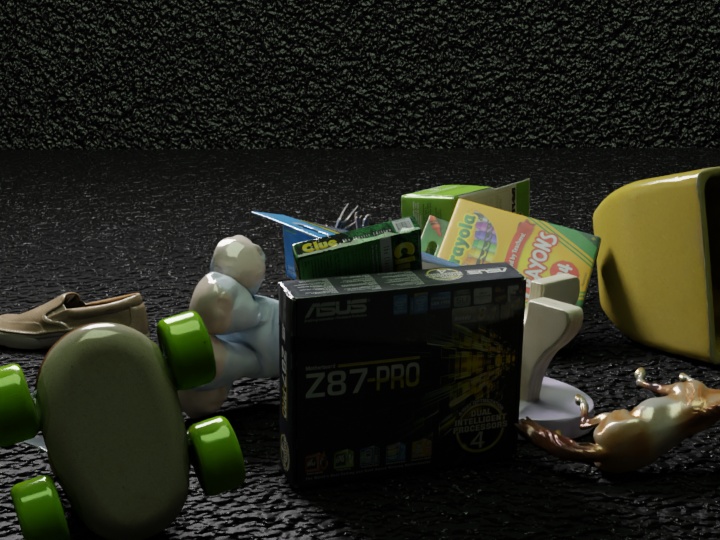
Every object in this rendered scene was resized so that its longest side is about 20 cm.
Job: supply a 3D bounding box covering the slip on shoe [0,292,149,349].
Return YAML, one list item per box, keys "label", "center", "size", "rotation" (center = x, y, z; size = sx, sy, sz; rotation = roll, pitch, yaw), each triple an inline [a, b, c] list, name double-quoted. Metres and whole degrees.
- label: "slip on shoe"
  center: [-0.332, 0.054, 1.549]
  size: [0.197, 0.062, 0.076]
  rotation: [3, 12, 21]

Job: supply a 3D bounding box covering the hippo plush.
- label: "hippo plush"
  center: [-0.078, 0.081, 1.287]
  size: [0.159, 0.161, 0.201]
  rotation: [17, -29, 6]

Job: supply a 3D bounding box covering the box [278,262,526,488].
- label: "box"
  center: [0.033, 0.082, 1.104]
  size: [0.197, 0.164, 0.049]
  rotation: [-4, 18, -17]

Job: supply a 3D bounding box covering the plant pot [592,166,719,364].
- label: "plant pot"
  center: [0.364, -0.018, 1.497]
  size: [0.192, 0.199, 0.199]
  rotation: [-10, 8, -35]

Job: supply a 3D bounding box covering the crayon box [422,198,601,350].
- label: "crayon box"
  center: [0.152, -0.002, 1.498]
  size: [0.197, 0.051, 0.128]
  rotation: [15, 55, 10]

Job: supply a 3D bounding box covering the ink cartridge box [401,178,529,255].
- label: "ink cartridge box"
  center: [0.134, -0.030, 1.672]
  size: [0.075, 0.150, 0.199]
  rotation: [4, 12, 33]

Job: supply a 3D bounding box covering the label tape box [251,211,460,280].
- label: "label tape box"
  center: [0.000, 0.000, 1.359]
  size: [0.198, 0.067, 0.142]
  rotation: [9, 8, -43]

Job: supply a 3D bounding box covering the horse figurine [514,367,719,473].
- label: "horse figurine"
  center: [0.231, 0.120, 1.119]
  size: [0.198, 0.051, 0.132]
  rotation: [-20, 14, -11]

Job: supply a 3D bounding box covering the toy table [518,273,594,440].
- label: "toy table"
  center: [0.128, 0.074, 1.251]
  size: [0.198, 0.119, 0.183]
  rotation: [10, 16, 41]

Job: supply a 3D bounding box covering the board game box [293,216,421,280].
- label: "board game box"
  center: [0.004, 0.052, 1.150]
  size: [0.103, 0.202, 0.024]
  rotation: [-11, 39, -9]

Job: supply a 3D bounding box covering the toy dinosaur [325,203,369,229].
- label: "toy dinosaur"
  center: [-0.037, -0.023, 1.832]
  size: [0.199, 0.106, 0.181]
  rotation: [-26, 2, -34]

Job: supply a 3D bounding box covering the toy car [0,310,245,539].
- label: "toy car"
  center: [-0.198, 0.117, 1.052]
  size: [0.162, 0.160, 0.200]
  rotation: [-16, 4, -17]
